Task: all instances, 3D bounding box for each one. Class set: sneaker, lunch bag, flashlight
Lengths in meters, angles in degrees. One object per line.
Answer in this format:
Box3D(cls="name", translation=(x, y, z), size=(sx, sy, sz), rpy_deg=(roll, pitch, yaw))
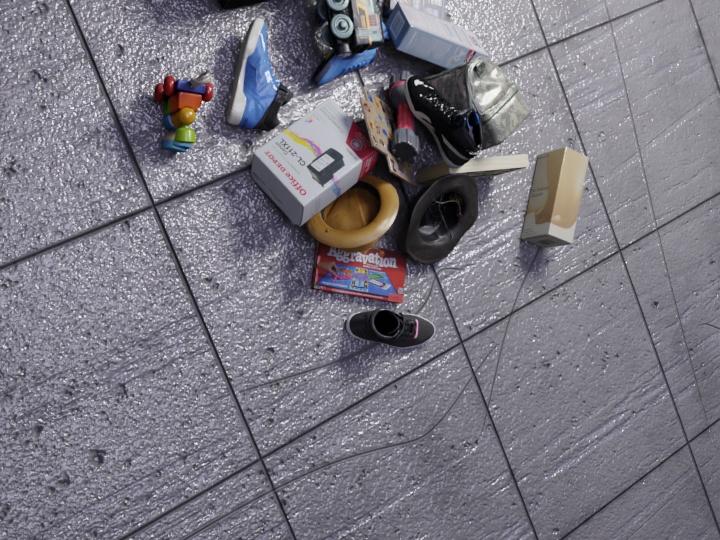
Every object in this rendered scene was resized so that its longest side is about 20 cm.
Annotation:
Box3D(cls="sneaker", translation=(0.079, 0.116, 1.697), size=(0.197, 0.099, 0.072), rpy_deg=(8, 81, -27))
Box3D(cls="lunch bag", translation=(0.216, -0.337, 1.745), size=(0.139, 0.199, 0.169), rpy_deg=(-42, 108, -25))
Box3D(cls="sneaker", translation=(0.170, -0.304, 1.642), size=(0.073, 0.112, 0.201), rpy_deg=(-34, 93, -31))
Box3D(cls="flashlight", translation=(0.085, -0.306, 1.699), size=(0.067, 0.068, 0.202), rpy_deg=(8, 50, -4))
Box3D(cls="sneaker", translation=(-0.176, -0.361, 1.610), size=(0.110, 0.077, 0.203), rpy_deg=(13, 85, -19))
Box3D(cls="sneaker", translation=(-0.013, -0.424, 1.706), size=(0.079, 0.066, 0.201), rpy_deg=(48, 68, -20))

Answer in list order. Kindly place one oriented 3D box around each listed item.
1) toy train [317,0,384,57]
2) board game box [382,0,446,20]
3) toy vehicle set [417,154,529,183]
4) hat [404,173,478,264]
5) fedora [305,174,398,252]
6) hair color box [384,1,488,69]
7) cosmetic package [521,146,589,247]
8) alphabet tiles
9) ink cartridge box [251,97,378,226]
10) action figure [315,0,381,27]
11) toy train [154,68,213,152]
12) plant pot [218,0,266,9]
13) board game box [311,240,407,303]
Box3D(cls="toy train", translation=(-0.021, -0.505, 1.628), size=(0.112, 0.085, 0.203), rpy_deg=(-8, 88, -20))
Box3D(cls="board game box", translation=(0.119, -0.617, 1.802), size=(0.134, 0.034, 0.203), rpy_deg=(8, 83, -26))
Box3D(cls="toy vehicle set", translation=(0.233, -0.211, 1.782), size=(0.197, 0.124, 0.027), rpy_deg=(-8, 90, -26))
Box3D(cls="hat", translation=(0.147, -0.119, 1.748), size=(0.199, 0.081, 0.203), rpy_deg=(-24, 133, -28))
Box3D(cls="fedora", translation=(-0.013, -0.099, 1.652), size=(0.200, 0.200, 0.082), rpy_deg=(-39, 142, -23))
Box3D(cls="hair color box", translation=(0.157, -0.471, 1.764), size=(0.198, 0.061, 0.100), rpy_deg=(12, 40, -29))
Box3D(cls="cosmetic package", translation=(0.427, -0.158, 1.889), size=(0.070, 0.105, 0.203), rpy_deg=(18, 77, -24))
Box3D(cls="alphabet tiles", translation=(0.051, -0.260, 1.667), size=(0.199, 0.007, 0.170), rpy_deg=(17, 56, -64))
Box3D(cls="ink cartridge box", translation=(-0.086, -0.204, 1.616), size=(0.199, 0.083, 0.146), rpy_deg=(-40, 79, -23))
Box3D(cls="action figure", translation=(-0.035, -0.581, 1.687), size=(0.193, 0.104, 0.201), rpy_deg=(38, 68, -9))
Box3D(cls="toy train", translation=(-0.298, -0.271, 1.479), size=(0.083, 0.199, 0.118), rpy_deg=(4, 89, -26))
Box3D(cls="plant pot", translation=(-0.202, -0.588, 1.561), size=(0.176, 0.199, 0.202), rpy_deg=(-34, 102, -12))
Box3D(cls="board game box", translation=(0.000, 0.000, 1.710), size=(0.197, 0.019, 0.105), rpy_deg=(10, 81, -26))
